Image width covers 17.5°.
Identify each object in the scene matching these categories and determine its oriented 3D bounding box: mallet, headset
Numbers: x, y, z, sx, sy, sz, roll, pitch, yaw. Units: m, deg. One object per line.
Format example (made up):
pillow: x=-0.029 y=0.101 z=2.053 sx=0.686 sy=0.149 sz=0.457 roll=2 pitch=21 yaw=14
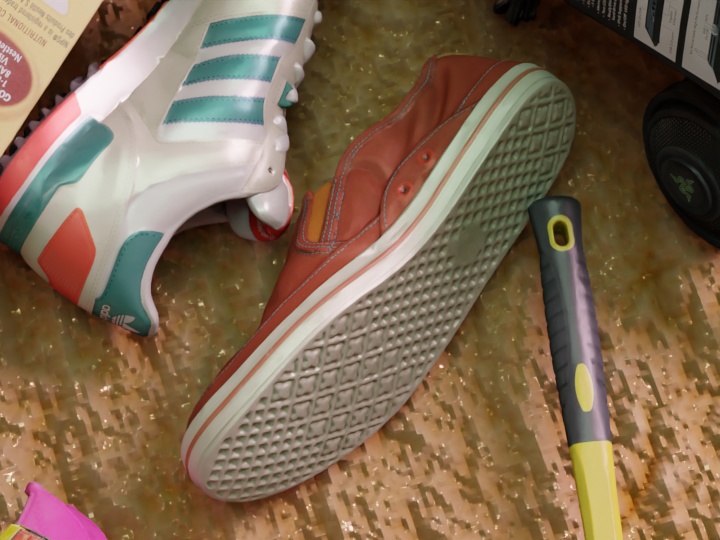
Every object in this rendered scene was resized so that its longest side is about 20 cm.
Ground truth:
mallet: x=0.092 y=0.069 z=0.822 sx=0.066 sy=0.041 sz=0.201 roll=1 pitch=71 yaw=0
headset: x=0.145 y=-0.065 z=0.874 sx=0.200 sy=0.094 sz=0.124 roll=33 pitch=66 yaw=-3

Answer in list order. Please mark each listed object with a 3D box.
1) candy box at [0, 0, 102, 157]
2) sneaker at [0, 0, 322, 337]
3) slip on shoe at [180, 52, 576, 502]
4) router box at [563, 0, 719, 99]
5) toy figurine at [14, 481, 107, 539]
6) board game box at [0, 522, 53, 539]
candy box: x=-0.158 y=-0.070 z=0.823 sx=0.055 sy=0.115 sz=0.200 roll=37 pitch=81 yaw=-28
sneaker: x=-0.048 y=-0.061 z=0.871 sx=0.093 sy=0.070 sz=0.200 roll=42 pitch=74 yaw=1
slip on shoe: x=0.000 y=0.000 z=0.845 sx=0.061 sy=0.074 sz=0.200 roll=26 pitch=70 yaw=34
router box: x=0.148 y=-0.145 z=0.838 sx=0.200 sy=0.052 sz=0.157 roll=-25 pitch=46 yaw=-33
toy figurine: x=-0.173 y=0.124 z=0.782 sx=0.184 sy=0.150 sz=0.200 roll=-20 pitch=44 yaw=-21
board game box: x=-0.109 y=0.206 z=0.713 sx=0.057 sy=0.165 sz=0.200 roll=19 pitch=64 yaw=50
